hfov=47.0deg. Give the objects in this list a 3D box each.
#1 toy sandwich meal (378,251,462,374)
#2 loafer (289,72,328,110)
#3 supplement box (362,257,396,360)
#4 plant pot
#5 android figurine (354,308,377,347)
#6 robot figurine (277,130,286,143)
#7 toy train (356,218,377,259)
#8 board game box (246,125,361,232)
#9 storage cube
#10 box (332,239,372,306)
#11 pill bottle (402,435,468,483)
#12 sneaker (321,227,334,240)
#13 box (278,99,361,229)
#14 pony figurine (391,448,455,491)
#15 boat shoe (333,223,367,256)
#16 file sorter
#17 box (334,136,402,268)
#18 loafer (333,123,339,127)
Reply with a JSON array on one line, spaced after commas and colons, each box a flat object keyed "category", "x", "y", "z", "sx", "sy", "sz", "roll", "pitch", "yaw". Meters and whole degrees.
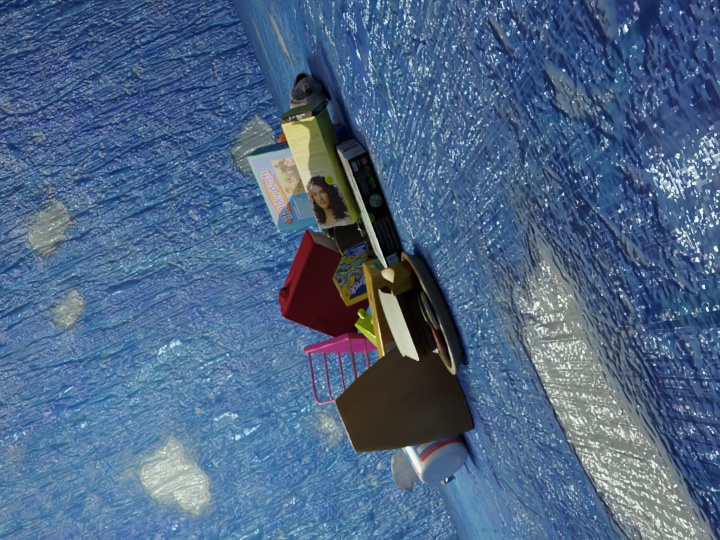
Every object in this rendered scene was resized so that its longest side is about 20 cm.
[{"category": "toy sandwich meal", "x": 0.079, "y": 0.067, "z": 1.181, "sx": 0.205, "sy": 0.069, "sz": 0.209, "roll": 156, "pitch": 91, "yaw": -87}, {"category": "loafer", "x": -0.102, "y": -0.325, "z": 1.514, "sx": 0.200, "sy": 0.070, "sz": 0.064, "roll": -114, "pitch": 9, "yaw": -74}, {"category": "supplement box", "x": 0.054, "y": 0.080, "z": 1.466, "sx": 0.067, "sy": 0.067, "sz": 0.204, "roll": -122, "pitch": 17, "yaw": -64}, {"category": "plant pot", "x": 0.062, "y": 0.219, "z": 1.391, "sx": 0.186, "sy": 0.196, "sz": 0.190, "roll": 157, "pitch": 90, "yaw": -86}, {"category": "android figurine", "x": 0.062, "y": 0.144, "z": 1.622, "sx": 0.200, "sy": 0.041, "sz": 0.181, "roll": 48, "pitch": 169, "yaw": -35}, {"category": "robot figurine", "x": -0.124, "y": -0.263, "z": 1.867, "sx": 0.146, "sy": 0.115, "sz": 0.201, "roll": 66, "pitch": 177, "yaw": -35}, {"category": "toy train", "x": 0.007, "y": -0.093, "z": 1.581, "sx": 0.046, "sy": 0.034, "sz": 0.204, "roll": 66, "pitch": -179, "yaw": -85}, {"category": "board game box", "x": -0.089, "y": -0.157, "z": 1.459, "sx": 0.045, "sy": 0.196, "sz": 0.155, "roll": -48, "pitch": -56, "yaw": -49}, {"category": "storage cube", "x": -0.073, "y": 0.032, "z": 1.873, "sx": 0.197, "sy": 0.183, "sz": 0.171, "roll": 22, "pitch": -172, "yaw": -13}, {"category": "box", "x": 0.000, "y": 0.000, "z": 1.616, "sx": 0.200, "sy": 0.069, "sz": 0.065, "roll": -73, "pitch": -42, "yaw": -73}, {"category": "pill bottle", "x": 0.122, "y": 0.309, "z": 1.646, "sx": 0.201, "sy": 0.111, "sz": 0.113, "roll": 58, "pitch": 172, "yaw": 38}, {"category": "sneaker", "x": -0.056, "y": -0.118, "z": 1.934, "sx": 0.076, "sy": 0.086, "sz": 0.203, "roll": -119, "pitch": 7, "yaw": -57}, {"category": "box", "x": -0.063, "y": -0.173, "z": 1.372, "sx": 0.050, "sy": 0.074, "sz": 0.203, "roll": -49, "pitch": -56, "yaw": -52}, {"category": "pony figurine", "x": 0.140, "y": 0.375, "z": 1.774, "sx": 0.200, "sy": 0.165, "sz": 0.194, "roll": 47, "pitch": -169, "yaw": -38}, {"category": "boat shoe", "x": -0.028, "y": -0.101, "z": 1.796, "sx": 0.063, "sy": 0.072, "sz": 0.204, "roll": 57, "pitch": -170, "yaw": -67}, {"category": "file sorter", "x": 0.003, "y": 0.210, "z": 1.760, "sx": 0.198, "sy": 0.137, "sz": 0.128, "roll": 6, "pitch": -110, "yaw": -47}, {"category": "box", "x": 0.016, "y": -0.106, "z": 1.335, "sx": 0.110, "sy": 0.034, "sz": 0.203, "roll": -120, "pitch": 8, "yaw": -65}, {"category": "loafer", "x": -0.065, "y": -0.224, "z": 1.545, "sx": 0.200, "sy": 0.069, "sz": 0.071, "roll": 94, "pitch": 154, "yaw": -82}]
